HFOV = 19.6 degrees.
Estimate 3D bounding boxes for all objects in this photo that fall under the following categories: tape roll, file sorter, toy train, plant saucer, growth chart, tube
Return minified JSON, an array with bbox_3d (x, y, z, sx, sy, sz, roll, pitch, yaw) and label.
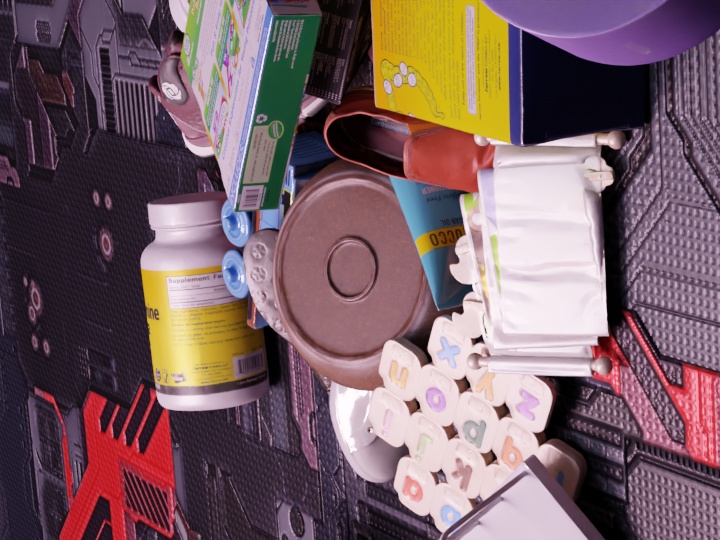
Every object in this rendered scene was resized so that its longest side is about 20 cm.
[{"bbox_3d":[0.159,-0.235,1.303,0.199,0.085,0.201,-5,81,31],"label":"tape roll"},{"bbox_3d":[0.098,0.265,1.601,0.139,0.124,0.200,50,144,11],"label":"file sorter"},{"bbox_3d":[-0.068,-0.037,1.879,0.114,0.086,0.201,33,128,45],"label":"toy train"},{"bbox_3d":[0.000,0.000,1.726,0.200,0.034,0.201,-1,89,34],"label":"plant saucer"},{"bbox_3d":[0.129,-0.012,1.540,0.144,0.018,0.201,10,109,34],"label":"growth chart"},{"bbox_3d":[0.060,-0.056,1.657,0.050,0.077,0.200,107,145,-55],"label":"tube"}]

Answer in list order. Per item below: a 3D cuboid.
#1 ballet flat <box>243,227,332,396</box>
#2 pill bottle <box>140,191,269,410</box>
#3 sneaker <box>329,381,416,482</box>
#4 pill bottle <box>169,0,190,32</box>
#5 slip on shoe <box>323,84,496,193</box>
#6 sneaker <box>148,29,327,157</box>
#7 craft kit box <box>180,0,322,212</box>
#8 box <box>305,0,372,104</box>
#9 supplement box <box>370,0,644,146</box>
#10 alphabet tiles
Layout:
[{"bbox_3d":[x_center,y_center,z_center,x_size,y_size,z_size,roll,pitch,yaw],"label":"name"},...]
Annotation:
[{"bbox_3d":[-0.036,0.047,1.831,0.067,0.046,0.200,-31,100,23],"label":"ballet flat"},{"bbox_3d":[-0.153,0.028,2.022,0.112,0.112,0.201,8,106,60],"label":"pill bottle"},{"bbox_3d":[0.021,0.089,1.769,0.085,0.073,0.201,17,113,61],"label":"sneaker"},{"bbox_3d":[-0.095,-0.266,1.817,0.200,0.112,0.112,-30,73,60],"label":"pill bottle"},{"bbox_3d":[0.059,-0.091,1.598,0.199,0.061,0.074,19,127,27],"label":"slip on shoe"},{"bbox_3d":[-0.108,-0.174,1.810,0.200,0.116,0.076,-23,35,34],"label":"sneaker"},{"bbox_3d":[-0.091,-0.185,1.649,0.200,0.048,0.198,106,151,-43],"label":"craft kit box"},{"bbox_3d":[0.002,-0.255,1.619,0.160,0.044,0.201,-66,-9,-54],"label":"box"},{"bbox_3d":[0.103,-0.162,1.500,0.200,0.109,0.110,23,119,57],"label":"supplement box"},{"bbox_3d":[0.090,0.136,1.654,0.200,0.015,0.196,33,130,27],"label":"alphabet tiles"}]
